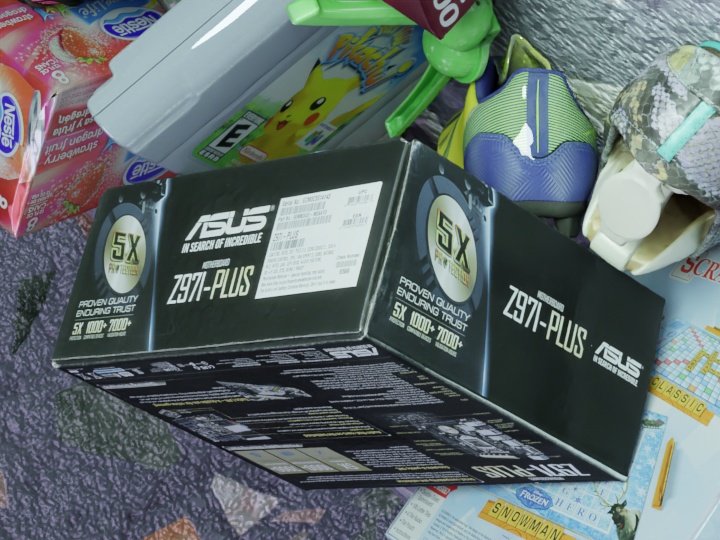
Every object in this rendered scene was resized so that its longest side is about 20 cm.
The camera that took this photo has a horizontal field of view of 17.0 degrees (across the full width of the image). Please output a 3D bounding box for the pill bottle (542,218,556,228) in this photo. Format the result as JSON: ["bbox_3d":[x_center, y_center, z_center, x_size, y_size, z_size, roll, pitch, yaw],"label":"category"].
[{"bbox_3d":[0.039,-0.007,1.302,0.111,0.111,0.200,42,171,-15],"label":"pill bottle"}]

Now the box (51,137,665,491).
[{"bbox_3d":[-0.002,0.026,1.024,0.164,0.086,0.200,30,155,-37],"label":"box"}]

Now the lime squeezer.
[{"bbox_3d":[0.027,-0.092,1.010,0.038,0.071,0.200,51,-177,14],"label":"lime squeezer"}]

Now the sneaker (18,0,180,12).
[{"bbox_3d":[-0.126,-0.153,1.170,0.200,0.084,0.077,34,171,45],"label":"sneaker"}]

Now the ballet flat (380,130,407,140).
[{"bbox_3d":[-0.016,-0.071,1.234,0.071,0.071,0.200,37,-176,23],"label":"ballet flat"}]

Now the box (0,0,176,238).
[{"bbox_3d":[-0.135,-0.104,1.257,0.100,0.200,0.096,36,126,22],"label":"box"}]

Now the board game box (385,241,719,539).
[{"bbox_3d":[0.122,0.070,1.038,0.041,0.200,0.200,38,174,-27],"label":"board game box"}]

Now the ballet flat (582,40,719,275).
[{"bbox_3d":[0.118,-0.035,0.965,0.072,0.072,0.200,39,172,9],"label":"ballet flat"}]

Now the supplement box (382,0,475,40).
[{"bbox_3d":[-0.036,-0.180,0.913,0.200,0.061,0.109,36,170,22],"label":"supplement box"}]

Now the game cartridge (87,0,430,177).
[{"bbox_3d":[-0.026,-0.088,1.051,0.040,0.133,0.200,51,-170,18],"label":"game cartridge"}]

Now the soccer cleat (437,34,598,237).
[{"bbox_3d":[0.072,-0.065,1.082,0.065,0.084,0.200,1,-171,-3],"label":"soccer cleat"}]
